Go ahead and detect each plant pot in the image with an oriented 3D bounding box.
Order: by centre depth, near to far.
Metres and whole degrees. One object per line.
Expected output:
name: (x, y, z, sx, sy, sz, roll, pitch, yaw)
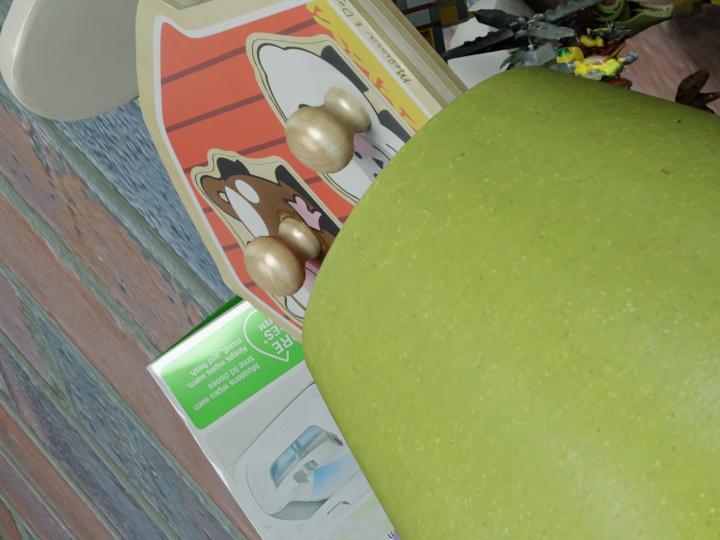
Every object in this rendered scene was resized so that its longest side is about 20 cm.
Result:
plant pot: (0.088, 0.048, 0.643, 0.200, 0.187, 0.187, 39, 159, 23)

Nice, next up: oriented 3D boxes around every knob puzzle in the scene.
knob puzzle: (0.000, 0.000, 0.808, 0.219, 0.030, 0.220, 35, 158, 17)

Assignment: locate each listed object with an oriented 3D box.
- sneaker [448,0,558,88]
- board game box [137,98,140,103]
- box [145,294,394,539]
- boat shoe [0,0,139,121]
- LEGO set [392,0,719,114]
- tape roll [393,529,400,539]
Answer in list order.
sneaker: (0.044, -0.032, 1.071, 0.070, 0.080, 0.200, 51, 163, 20)
board game box: (-0.063, -0.128, 1.147, 0.200, 0.101, 0.048, 59, 163, -14)
box: (0.004, 0.077, 1.275, 0.177, 0.097, 0.200, 56, -174, -3)
boat shoe: (-0.068, -0.151, 0.990, 0.075, 0.200, 0.093, 30, -167, -42)
LEGO set: (0.059, -0.066, 0.837, 0.200, 0.153, 0.116, 22, 125, 65)
tape roll: (0.117, 0.106, 0.983, 0.199, 0.085, 0.200, 24, 143, 20)
